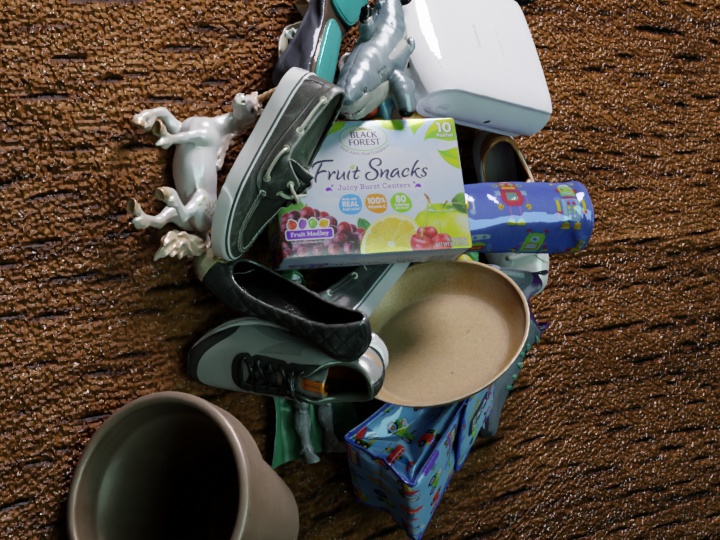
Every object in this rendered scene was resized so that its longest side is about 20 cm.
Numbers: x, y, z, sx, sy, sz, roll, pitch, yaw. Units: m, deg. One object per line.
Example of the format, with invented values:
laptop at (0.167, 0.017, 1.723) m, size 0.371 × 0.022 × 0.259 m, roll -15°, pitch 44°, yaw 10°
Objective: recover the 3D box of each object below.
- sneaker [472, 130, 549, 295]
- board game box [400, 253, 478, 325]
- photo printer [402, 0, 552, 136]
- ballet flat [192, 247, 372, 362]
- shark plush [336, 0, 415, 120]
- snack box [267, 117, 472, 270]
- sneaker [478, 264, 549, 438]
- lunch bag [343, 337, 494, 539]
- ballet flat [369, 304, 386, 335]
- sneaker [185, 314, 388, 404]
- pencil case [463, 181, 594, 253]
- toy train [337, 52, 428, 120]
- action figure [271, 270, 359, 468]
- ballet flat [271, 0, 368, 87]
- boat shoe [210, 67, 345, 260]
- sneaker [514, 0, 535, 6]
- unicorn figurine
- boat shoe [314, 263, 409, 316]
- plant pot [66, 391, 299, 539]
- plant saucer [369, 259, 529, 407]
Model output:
sneaker at (0.169, -0.061, 1.838) m, size 0.073 × 0.085 × 0.200 m, roll -17°, pitch 98°, yaw -1°
board game box at (0.086, 0.013, 1.781) m, size 0.105 × 0.023 × 0.201 m, roll 24°, pitch 61°, yaw -40°
photo printer at (0.109, -0.237, 1.762) m, size 0.200 × 0.069 × 0.167 m, roll 8°, pitch 59°, yaw -43°
ballet flat at (-0.074, 0.023, 1.565) m, size 0.066 × 0.200 × 0.057 m, roll -47°, pitch 158°, yaw -47°
shark plush at (0.024, -0.238, 1.643) m, size 0.083 × 0.091 × 0.200 m, roll 45°, pitch 64°, yaw -52°
snack box at (0.004, -0.079, 1.638) m, size 0.199 × 0.053 × 0.143 m, roll -4°, pitch 76°, yaw -17°
sneaker at (0.171, 0.094, 1.835) m, size 0.087 × 0.074 × 0.201 m, roll 2°, pitch 100°, yaw -2°
lunch bag at (0.082, 0.162, 1.710) m, size 0.200 × 0.094 × 0.151 m, roll -48°, pitch 157°, yaw -22°
ballet flat at (0.039, 0.077, 1.764) m, size 0.200 × 0.046 × 0.068 m, roll 18°, pitch 67°, yaw -39°
sneaker at (-0.072, 0.093, 1.577) m, size 0.079 × 0.200 × 0.074 m, roll -91°, pitch -178°, yaw -60°
pencil case at (0.152, -0.052, 1.752) m, size 0.199 × 0.078 × 0.087 m, roll -3°, pitch 135°, yaw -21°
toy train at (0.010, -0.126, 1.717) m, size 0.150 × 0.056 × 0.201 m, roll 24°, pitch 76°, yaw -42°
action figure at (-0.057, 0.095, 1.667) m, size 0.118 × 0.055 × 0.201 m, roll -17°, pitch 99°, yaw -39°
ballet flat at (-0.043, -0.256, 1.647) m, size 0.073 × 0.073 × 0.200 m, roll 43°, pitch 52°, yaw -35°
boat shoe at (-0.080, -0.095, 1.550) m, size 0.200 × 0.064 × 0.071 m, roll -65°, pitch 160°, yaw 3°
sneaker at (0.127, -0.365, 1.819) m, size 0.200 × 0.074 × 0.080 m, roll 19°, pitch 64°, yaw -46°
unicorn figurine at (-0.158, -0.108, 1.558) m, size 0.137 × 0.074 × 0.201 m, roll 8°, pitch 100°, yaw -52°
boat shoe at (0.000, 0.000, 1.681) m, size 0.057 × 0.069 × 0.200 m, roll 56°, pitch 36°, yaw -17°
plant pot at (-0.148, 0.228, 1.515) m, size 0.175 × 0.200 × 0.201 m, roll 31°, pitch 70°, yaw -59°
plant saucer at (0.078, 0.072, 1.661) m, size 0.200 × 0.200 × 0.035 m, roll -51°, pitch 142°, yaw -29°
